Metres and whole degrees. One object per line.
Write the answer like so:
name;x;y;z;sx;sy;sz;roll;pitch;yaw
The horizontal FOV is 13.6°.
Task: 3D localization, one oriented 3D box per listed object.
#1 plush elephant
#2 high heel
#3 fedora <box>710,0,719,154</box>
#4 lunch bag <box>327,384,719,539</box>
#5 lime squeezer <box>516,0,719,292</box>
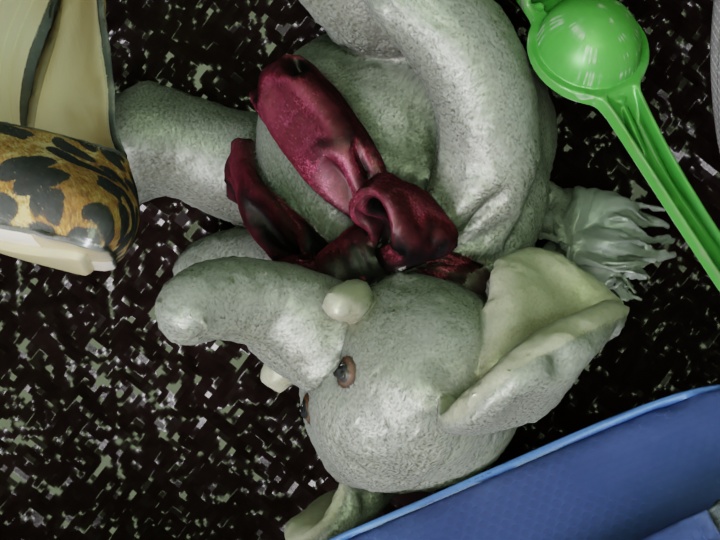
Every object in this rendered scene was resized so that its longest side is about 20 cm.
plush elephant;0.000;0.000;0.908;0.199;0.155;0.165;29;133;-14
high heel;-0.094;-0.079;0.901;0.071;0.200;0.143;19;94;-26
fedora;0.181;-0.073;0.883;0.090;0.200;0.177;19;63;33
lunch bag;0.076;0.127;0.889;0.199;0.132;0.136;-24;63;-5
lime squeezer;0.070;-0.084;0.870;0.038;0.070;0.201;-23;100;-39
